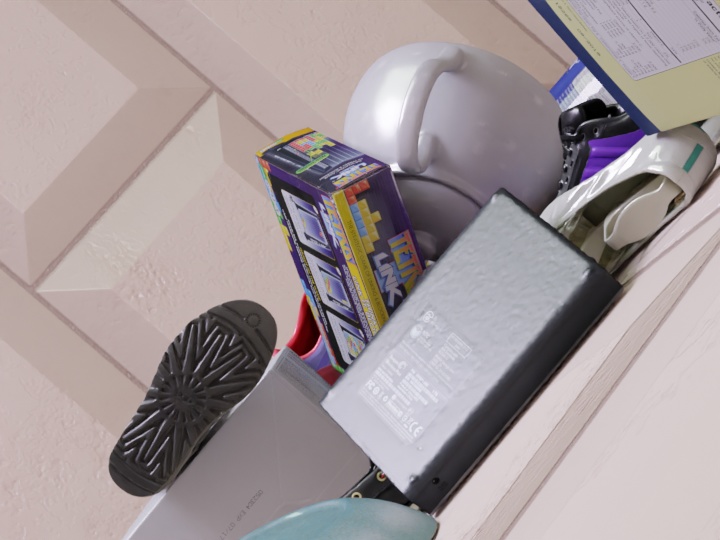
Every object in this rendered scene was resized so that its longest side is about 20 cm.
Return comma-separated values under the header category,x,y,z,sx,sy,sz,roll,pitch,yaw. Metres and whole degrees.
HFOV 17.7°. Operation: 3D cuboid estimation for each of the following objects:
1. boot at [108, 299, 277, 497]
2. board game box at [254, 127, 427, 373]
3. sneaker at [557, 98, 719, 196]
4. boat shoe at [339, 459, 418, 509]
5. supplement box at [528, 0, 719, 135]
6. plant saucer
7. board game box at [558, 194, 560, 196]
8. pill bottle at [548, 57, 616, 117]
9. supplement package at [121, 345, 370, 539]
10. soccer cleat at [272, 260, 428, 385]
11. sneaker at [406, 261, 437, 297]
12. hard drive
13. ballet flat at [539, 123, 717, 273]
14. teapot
category,x,y,z,sx,sy,sz,roll,pitch,yaw
boot,-0.123,0.093,1.756,0.182,0.073,0.200,-48,-4,3
board game box,0.000,0.000,1.811,0.056,0.201,0.165,-27,23,-17
sneaker,0.176,-0.074,1.702,0.200,0.099,0.070,-49,-1,25
boat shoe,0.034,0.132,1.629,0.202,0.063,0.074,-49,-1,-15
supplement box,0.251,-0.216,1.497,0.200,0.134,0.200,-50,16,-22
plant saucer,-0.048,0.189,1.483,0.200,0.039,0.201,-26,7,3
board game box,0.104,-0.078,2.011,0.134,0.200,0.034,-30,-43,-14
pill bottle,0.240,-0.161,1.911,0.200,0.112,0.112,-49,1,21
supplement package,-0.071,0.183,1.811,0.191,0.147,0.200,-49,1,3
soccer cleat,-0.004,0.009,1.942,0.067,0.076,0.201,18,79,54
sneaker,0.111,0.029,1.663,0.075,0.082,0.200,-60,23,-10
hard drive,0.072,0.051,1.576,0.200,0.033,0.140,-50,39,3
ballet flat,0.171,-0.031,1.613,0.200,0.069,0.069,-44,4,44
teapot,0.066,-0.076,1.833,0.197,0.200,0.147,-24,37,50
